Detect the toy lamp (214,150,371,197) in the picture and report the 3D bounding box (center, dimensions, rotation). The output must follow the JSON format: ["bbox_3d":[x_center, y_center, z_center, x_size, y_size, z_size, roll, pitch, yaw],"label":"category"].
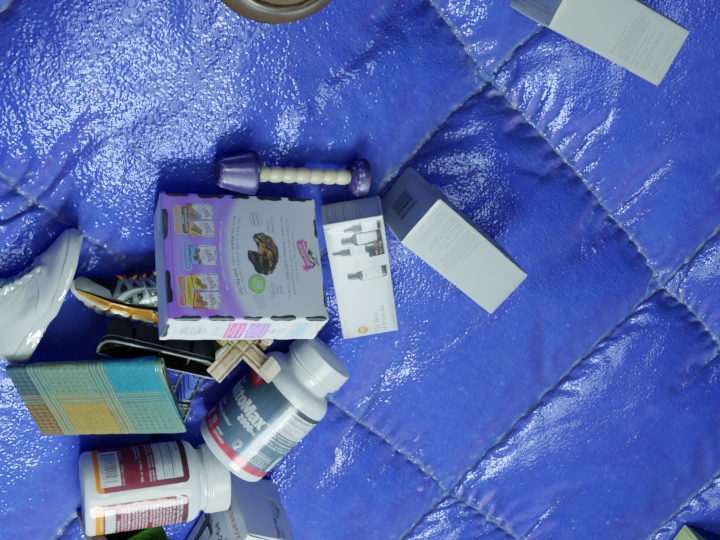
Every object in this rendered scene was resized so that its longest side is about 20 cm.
[{"bbox_3d":[-0.086,-0.121,1.253,0.198,0.058,0.059,2,117,-24],"label":"toy lamp"}]

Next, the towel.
[{"bbox_3d":[-0.331,0.161,1.249,0.197,0.022,0.148,-2,135,5],"label":"towel"}]

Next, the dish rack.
[{"bbox_3d":[-0.279,0.148,1.287,0.152,0.055,0.201,15,132,-15],"label":"dish rack"}]

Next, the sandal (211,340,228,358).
[{"bbox_3d":[-0.163,0.060,1.315,0.199,0.080,0.054,-39,117,8],"label":"sandal"}]

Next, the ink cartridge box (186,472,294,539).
[{"bbox_3d":[-0.194,0.423,1.461,0.083,0.145,0.201,22,108,-29],"label":"ink cartridge box"}]

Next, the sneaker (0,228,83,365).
[{"bbox_3d":[-0.410,0.026,1.201,0.088,0.075,0.201,28,107,-20],"label":"sneaker"}]

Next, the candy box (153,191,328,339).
[{"bbox_3d":[-0.149,-0.004,1.214,0.198,0.170,0.072,2,155,-20],"label":"candy box"}]

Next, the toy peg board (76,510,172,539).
[{"bbox_3d":[-0.306,0.452,1.413,0.097,0.200,0.201,-24,125,-25],"label":"toy peg board"}]

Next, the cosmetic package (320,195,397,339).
[{"bbox_3d":[0.000,0.000,1.336,0.082,0.051,0.202,-9,129,2],"label":"cosmetic package"}]

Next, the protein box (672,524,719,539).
[{"bbox_3d":[0.680,0.640,1.942,0.197,0.135,0.201,23,107,-31],"label":"protein box"}]

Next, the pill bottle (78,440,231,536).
[{"bbox_3d":[-0.287,0.299,1.373,0.198,0.114,0.115,-3,119,-19],"label":"pill bottle"}]

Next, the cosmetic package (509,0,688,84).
[{"bbox_3d":[0.304,-0.322,1.253,0.198,0.113,0.082,17,110,-27],"label":"cosmetic package"}]

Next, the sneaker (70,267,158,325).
[{"bbox_3d":[-0.270,0.031,1.262,0.198,0.078,0.078,13,82,-21],"label":"sneaker"}]

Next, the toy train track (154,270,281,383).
[{"bbox_3d":[-0.175,0.060,1.231,0.200,0.033,0.115,44,55,-3],"label":"toy train track"}]

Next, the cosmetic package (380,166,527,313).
[{"bbox_3d":[0.125,-0.039,1.350,0.199,0.113,0.081,35,102,-35],"label":"cosmetic package"}]

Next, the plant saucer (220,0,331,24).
[{"bbox_3d":[-0.089,-0.378,1.120,0.198,0.035,0.202,-10,120,-17],"label":"plant saucer"}]

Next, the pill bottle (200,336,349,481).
[{"bbox_3d":[-0.116,0.185,1.374,0.200,0.120,0.119,-45,124,6],"label":"pill bottle"}]
